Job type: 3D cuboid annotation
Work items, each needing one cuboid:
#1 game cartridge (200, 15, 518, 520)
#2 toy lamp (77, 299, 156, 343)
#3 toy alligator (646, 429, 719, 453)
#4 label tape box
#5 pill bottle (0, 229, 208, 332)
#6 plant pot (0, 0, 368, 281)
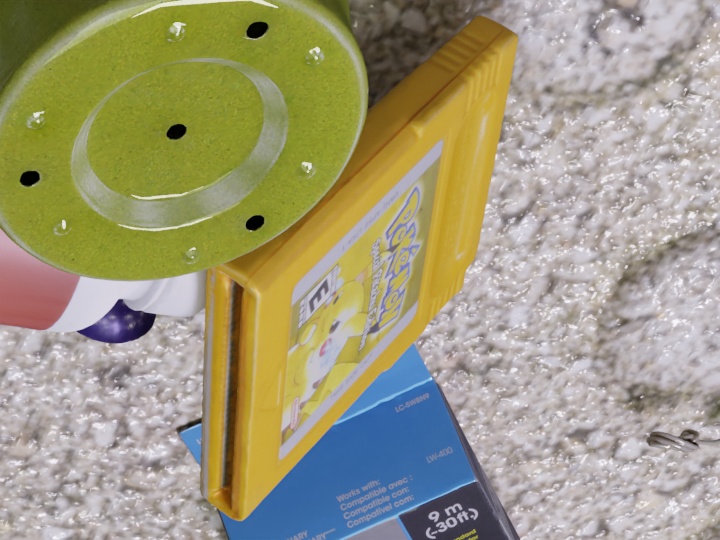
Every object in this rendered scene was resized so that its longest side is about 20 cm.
[{"bbox_3d":[0.000,0.000,0.881,0.200,0.032,0.177,-43,155,-33],"label":"game cartridge"},{"bbox_3d":[-0.099,-0.058,0.886,0.058,0.058,0.200,7,129,-20],"label":"toy lamp"},{"bbox_3d":[0.258,0.092,1.112,0.199,0.059,0.054,12,83,-22],"label":"toy alligator"},{"bbox_3d":[0.004,0.146,1.077,0.144,0.063,0.200,-24,132,5],"label":"label tape box"},{"bbox_3d":[-0.157,-0.035,0.784,0.199,0.112,0.112,8,127,-25],"label":"pill bottle"},{"bbox_3d":[-0.088,-0.106,0.662,0.200,0.193,0.201,-15,141,-12],"label":"plant pot"}]
